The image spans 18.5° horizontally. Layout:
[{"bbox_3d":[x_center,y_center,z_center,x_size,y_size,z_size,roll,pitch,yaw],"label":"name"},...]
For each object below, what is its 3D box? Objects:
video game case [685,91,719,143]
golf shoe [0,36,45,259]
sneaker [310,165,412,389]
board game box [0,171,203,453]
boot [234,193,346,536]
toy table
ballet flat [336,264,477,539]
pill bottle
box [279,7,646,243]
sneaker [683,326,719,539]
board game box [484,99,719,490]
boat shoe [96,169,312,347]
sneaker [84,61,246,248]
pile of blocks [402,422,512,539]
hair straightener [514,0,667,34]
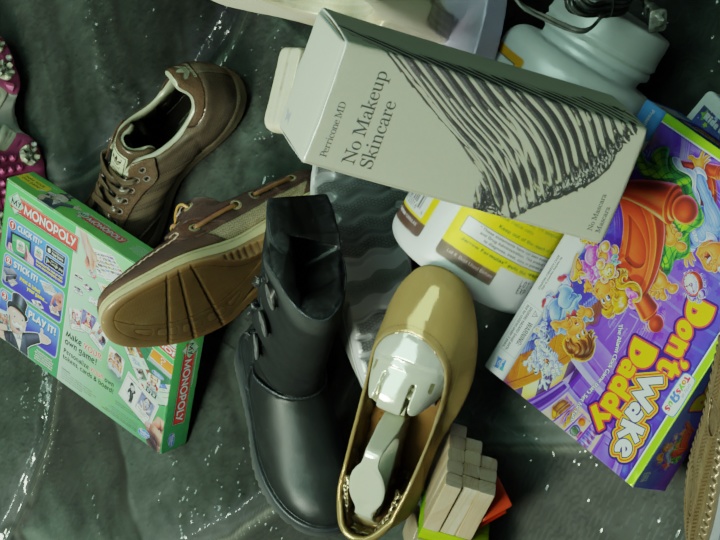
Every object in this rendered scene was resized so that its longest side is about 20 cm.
[{"bbox_3d":[0.205,0.008,1.397,0.200,0.018,0.143,-51,58,18],"label":"video game case"},{"bbox_3d":[-0.303,-0.092,1.748,0.091,0.075,0.201,-33,62,44],"label":"golf shoe"},{"bbox_3d":[0.000,0.000,1.503,0.082,0.074,0.201,132,133,-71],"label":"sneaker"},{"bbox_3d":[-0.196,0.029,1.638,0.200,0.029,0.135,32,123,33],"label":"board game box"},{"bbox_3d":[-0.033,0.065,1.459,0.200,0.065,0.165,112,138,-57],"label":"boot"},{"bbox_3d":[0.005,-0.166,1.394,0.183,0.117,0.201,-9,70,41],"label":"toy table"},{"bbox_3d":[0.027,0.092,1.407,0.068,0.063,0.201,22,122,16],"label":"ballet flat"},{"bbox_3d":[0.113,-0.080,1.418,0.109,0.109,0.200,40,105,33],"label":"pill bottle"},{"bbox_3d":[0.060,-0.084,1.303,0.068,0.199,0.082,-122,49,-62],"label":"box"},{"bbox_3d":[0.258,0.103,1.313,0.070,0.108,0.201,-95,10,-60],"label":"sneaker"},{"bbox_3d":[0.183,0.015,1.372,0.134,0.045,0.200,39,105,33],"label":"board game box"},{"bbox_3d":[-0.101,-0.015,1.536,0.200,0.072,0.072,-29,49,-17],"label":"boat shoe"},{"bbox_3d":[-0.169,-0.077,1.637,0.070,0.075,0.200,47,109,31],"label":"sneaker"},{"bbox_3d":[0.056,0.202,1.457,0.062,0.082,0.201,17,106,-7],"label":"pile of blocks"},{"bbox_3d":[0.158,-0.180,1.352,0.077,0.200,0.041,41,123,29],"label":"hair straightener"}]
